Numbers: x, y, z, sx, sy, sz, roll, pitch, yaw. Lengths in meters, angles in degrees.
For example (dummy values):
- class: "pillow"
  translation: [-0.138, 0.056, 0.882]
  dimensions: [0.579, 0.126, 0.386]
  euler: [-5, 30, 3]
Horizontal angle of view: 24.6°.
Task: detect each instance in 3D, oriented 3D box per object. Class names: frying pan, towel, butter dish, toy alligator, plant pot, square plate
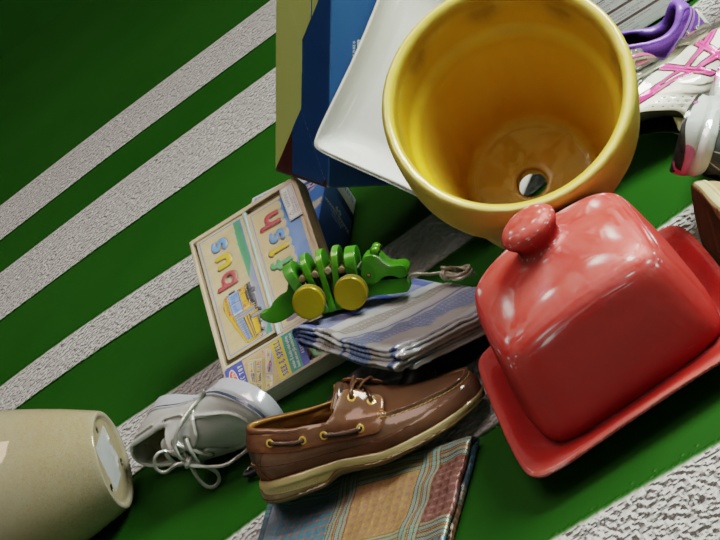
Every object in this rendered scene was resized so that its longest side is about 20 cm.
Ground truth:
- class: "frying pan"
  translation: [-0.017, 0.116, 1.410]
  dimensions: [0.189, 0.031, 0.115]
  euler: [-14, 33, 37]
- class: "towel"
  translation: [-0.007, 0.200, 1.254]
  dimensions: [0.199, 0.022, 0.147]
  euler: [-23, 29, 31]
- class: "butter dish"
  translation: [0.155, 0.016, 1.198]
  dimensions: [0.198, 0.148, 0.200]
  euler: [-34, 24, 7]
- class: "toy alligator"
  translation: [0.000, 0.000, 1.456]
  dimensions: [0.198, 0.055, 0.059]
  euler: [-14, 12, 13]
- class: "plant pot"
  translation: [0.132, -0.104, 1.348]
  dimensions: [0.198, 0.189, 0.203]
  euler: [-5, 68, 12]
- class: "towel"
  translation: [0.042, 0.040, 1.400]
  dimensions: [0.146, 0.024, 0.199]
  euler: [-24, 15, -24]
- class: "square plate"
  translation: [0.082, -0.160, 1.480]
  dimensions: [0.202, 0.196, 0.028]
  euler: [-66, 11, -1]
- class: "plant pot"
  translation: [-0.318, 0.204, 1.518]
  dimensions: [0.198, 0.189, 0.188]
  euler: [-18, 28, 8]

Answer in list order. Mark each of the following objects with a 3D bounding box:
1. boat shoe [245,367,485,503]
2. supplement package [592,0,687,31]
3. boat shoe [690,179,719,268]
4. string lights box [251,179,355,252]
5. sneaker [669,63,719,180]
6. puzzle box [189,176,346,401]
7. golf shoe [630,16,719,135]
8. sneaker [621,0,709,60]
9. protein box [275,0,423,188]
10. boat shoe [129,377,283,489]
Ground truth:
- class: "boat shoe"
  translation: [0.000, 0.118, 1.301]
  dimensions: [0.198, 0.068, 0.072]
  euler: [-23, 8, 11]
- class: "supplement package"
  translation: [0.283, -0.348, 1.699]
  dimensions: [0.155, 0.111, 0.201]
  euler: [-31, 25, 15]
- class: "boat shoe"
  translation: [0.293, -0.025, 1.184]
  dimensions: [0.064, 0.072, 0.200]
  euler: [-17, 19, -4]
- class: "string lights box"
  translation: [-0.068, -0.021, 1.674]
  dimensions: [0.102, 0.059, 0.201]
  euler: [-25, 28, 20]
- class: "sneaker"
  translation: [0.310, -0.111, 1.310]
  dimensions: [0.086, 0.081, 0.200]
  euler: [22, 36, 15]
- class: "puzzle box"
  translation: [-0.085, 0.023, 1.553]
  dimensions: [0.132, 0.025, 0.201]
  euler: [-31, 54, 17]
- class: "golf shoe"
  translation: [0.292, -0.159, 1.430]
  dimensions: [0.198, 0.073, 0.093]
  euler: [-21, 69, 9]
- class: "sneaker"
  translation: [0.228, -0.179, 1.513]
  dimensions: [0.199, 0.084, 0.081]
  euler: [-35, 24, 10]
- class: "protein box"
  translation: [0.034, -0.188, 1.566]
  dimensions: [0.198, 0.201, 0.135]
  euler: [-4, 12, -25]
- class: "boat shoe"
  translation: [-0.149, 0.151, 1.471]
  dimensions: [0.201, 0.075, 0.086]
  euler: [-10, 36, 50]
